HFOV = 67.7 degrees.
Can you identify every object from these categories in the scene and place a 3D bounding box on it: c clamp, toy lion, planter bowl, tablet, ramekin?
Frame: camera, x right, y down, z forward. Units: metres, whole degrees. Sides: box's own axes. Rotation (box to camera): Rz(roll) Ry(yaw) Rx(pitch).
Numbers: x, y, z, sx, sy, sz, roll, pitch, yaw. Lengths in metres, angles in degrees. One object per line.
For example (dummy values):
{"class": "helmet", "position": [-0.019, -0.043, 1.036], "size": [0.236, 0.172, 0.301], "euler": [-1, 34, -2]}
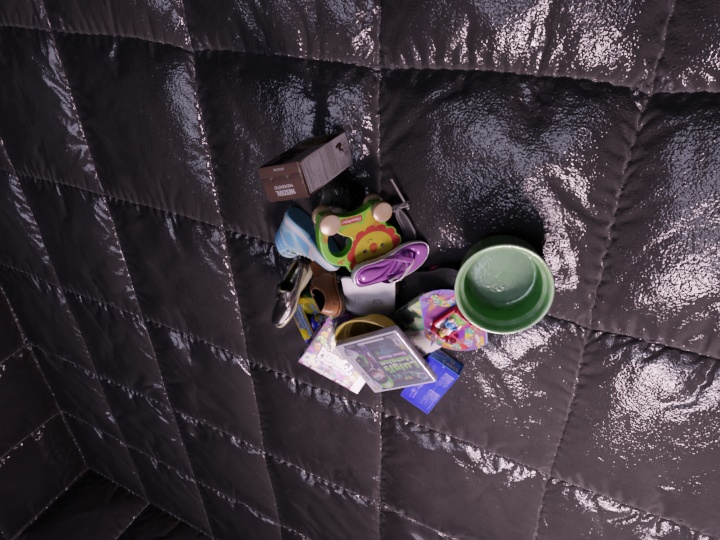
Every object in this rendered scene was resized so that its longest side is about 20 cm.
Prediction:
{"class": "c clamp", "position": [0.049, -0.115, 1.281], "size": [0.199, 0.027, 0.171], "euler": [-22, 112, 39]}
{"class": "toy lion", "position": [-0.001, -0.065, 1.218], "size": [0.069, 0.199, 0.193], "euler": [-133, 33, -54]}
{"class": "planter bowl", "position": [0.040, 0.171, 1.361], "size": [0.199, 0.084, 0.201], "euler": [14, 134, 14]}
{"class": "tablet", "position": [0.023, 0.072, 1.351], "size": [0.129, 0.014, 0.200], "euler": [4, 151, 6]}
{"class": "ramekin", "position": [0.298, 0.023, 1.129], "size": [0.198, 0.098, 0.201], "euler": [4, 113, 9]}

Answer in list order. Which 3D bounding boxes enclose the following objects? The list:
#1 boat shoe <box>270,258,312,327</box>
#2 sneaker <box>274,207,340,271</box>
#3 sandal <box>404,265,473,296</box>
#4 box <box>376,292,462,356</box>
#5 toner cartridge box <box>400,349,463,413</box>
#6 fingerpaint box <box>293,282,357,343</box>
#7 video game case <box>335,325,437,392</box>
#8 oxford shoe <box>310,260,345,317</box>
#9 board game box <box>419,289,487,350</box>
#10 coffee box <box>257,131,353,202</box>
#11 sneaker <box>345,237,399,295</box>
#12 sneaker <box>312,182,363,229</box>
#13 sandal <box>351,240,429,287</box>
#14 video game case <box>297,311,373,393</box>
{"class": "boat shoe", "position": [-0.199, 0.057, 1.456], "size": [0.072, 0.066, 0.202], "euler": [30, 93, 39]}
{"class": "sneaker", "position": [-0.142, -0.055, 1.405], "size": [0.200, 0.079, 0.131], "euler": [49, 131, 7]}
{"class": "sandal", "position": [0.190, 0.018, 1.274], "size": [0.199, 0.045, 0.076], "euler": [2, 117, 48]}
{"class": "box", "position": [0.145, 0.150, 1.373], "size": [0.144, 0.036, 0.200], "euler": [40, 134, -11]}
{"class": "toner cartridge box", "position": [0.191, 0.300, 1.457], "size": [0.095, 0.043, 0.201], "euler": [33, 132, 7]}
{"class": "fingerpaint box", "position": [-0.095, 0.143, 1.511], "size": [0.166, 0.073, 0.201], "euler": [-6, 116, 35]}
{"class": "video game case", "position": [0.061, 0.223, 1.322], "size": [0.199, 0.023, 0.182], "euler": [-21, 118, 38]}
{"class": "oxford shoe", "position": [-0.100, 0.034, 1.381], "size": [0.072, 0.071, 0.201], "euler": [-61, 37, 32]}
{"class": "board game box", "position": [0.217, 0.134, 1.268], "size": [0.157, 0.039, 0.201], "euler": [5, 132, 22]}
{"class": "coffee box", "position": [-0.117, -0.231, 1.183], "size": [0.112, 0.200, 0.080], "euler": [-1, 120, 33]}
{"class": "sneaker", "position": [0.000, 0.000, 1.341], "size": [0.108, 0.070, 0.200], "euler": [-16, 124, 39]}
{"class": "sneaker", "position": [-0.058, -0.150, 1.284], "size": [0.113, 0.077, 0.200], "euler": [1, 160, -15]}
{"class": "sandal", "position": [0.076, -0.004, 1.233], "size": [0.050, 0.202, 0.083], "euler": [48, 156, 52]}
{"class": "video game case", "position": [-0.040, 0.214, 1.445], "size": [0.199, 0.036, 0.182], "euler": [32, 101, -17]}
